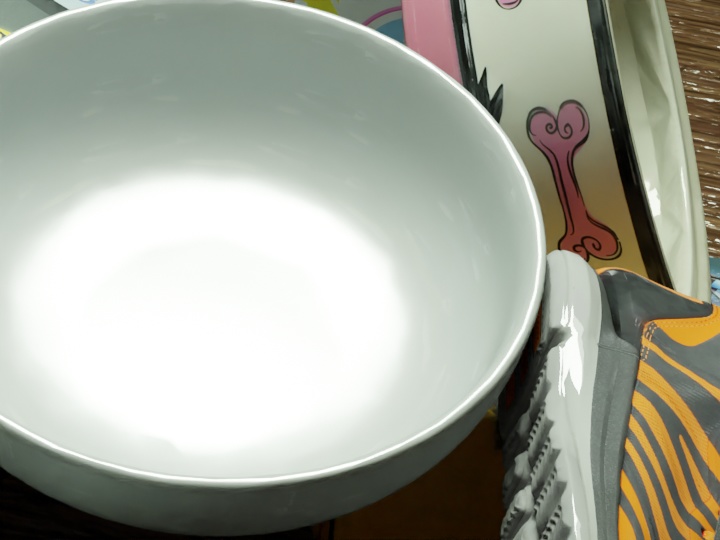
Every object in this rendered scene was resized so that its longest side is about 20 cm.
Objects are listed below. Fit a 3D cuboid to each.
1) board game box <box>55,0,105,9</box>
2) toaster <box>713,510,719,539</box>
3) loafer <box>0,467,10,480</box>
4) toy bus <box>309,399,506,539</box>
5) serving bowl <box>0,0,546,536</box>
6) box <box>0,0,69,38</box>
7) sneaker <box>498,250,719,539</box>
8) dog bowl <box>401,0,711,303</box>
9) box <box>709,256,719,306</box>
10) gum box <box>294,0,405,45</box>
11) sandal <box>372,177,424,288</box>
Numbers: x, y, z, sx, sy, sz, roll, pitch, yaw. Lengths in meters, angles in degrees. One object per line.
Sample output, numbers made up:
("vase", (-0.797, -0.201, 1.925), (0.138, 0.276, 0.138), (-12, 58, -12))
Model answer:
("board game box", (-0.132, -0.083, 1.086), (0.200, 0.043, 0.199), (35, 27, 2))
("toaster", (0.173, 0.103, 0.592), (0.199, 0.182, 0.119), (1, 17, -16))
("loafer", (-0.111, 0.042, 0.833), (0.199, 0.073, 0.071), (-11, 36, 1))
("toy bus", (0.085, 0.065, 0.842), (0.199, 0.065, 0.078), (1, 18, -14))
("serving bowl", (-0.046, 0.006, 0.769), (0.199, 0.066, 0.201), (4, 47, -4))
("box", (-0.186, -0.062, 0.935), (0.200, 0.046, 0.159), (34, 50, 1))
("sneaker", (0.099, 0.080, 0.723), (0.112, 0.078, 0.201), (14, 49, -9))
("dog bowl", (0.071, -0.064, 0.913), (0.073, 0.201, 0.200), (-12, 15, 14))
("box", (0.137, 0.035, 0.982), (0.199, 0.038, 0.137), (14, 21, 22))
("gum box", (0.033, -0.089, 1.066), (0.113, 0.201, 0.066), (16, 33, 14))
("sandal", (0.000, 0.000, 0.919), (0.054, 0.082, 0.200), (14, -14, -11))
